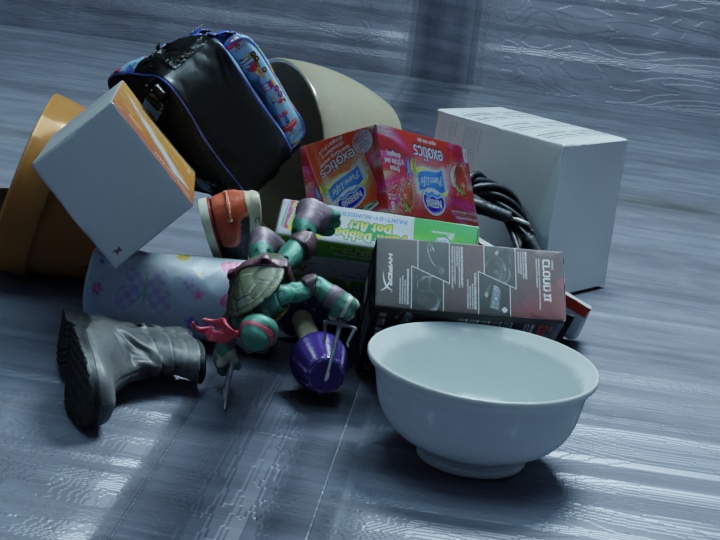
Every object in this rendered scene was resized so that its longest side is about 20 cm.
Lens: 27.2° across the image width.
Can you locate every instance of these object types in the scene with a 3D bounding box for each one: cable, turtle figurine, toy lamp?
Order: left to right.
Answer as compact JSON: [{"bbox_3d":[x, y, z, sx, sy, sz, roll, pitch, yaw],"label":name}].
[{"bbox_3d":[-0.075,0.026,1.346,0.148,0.101,0.201,-12,39,20],"label":"turtle figurine"},{"bbox_3d":[-0.049,0.070,1.439,0.057,0.059,0.200,3,13,-12],"label":"toy lamp"},{"bbox_3d":[0.115,-0.031,1.705,0.198,0.165,0.051,-13,-11,-22],"label":"cable"}]

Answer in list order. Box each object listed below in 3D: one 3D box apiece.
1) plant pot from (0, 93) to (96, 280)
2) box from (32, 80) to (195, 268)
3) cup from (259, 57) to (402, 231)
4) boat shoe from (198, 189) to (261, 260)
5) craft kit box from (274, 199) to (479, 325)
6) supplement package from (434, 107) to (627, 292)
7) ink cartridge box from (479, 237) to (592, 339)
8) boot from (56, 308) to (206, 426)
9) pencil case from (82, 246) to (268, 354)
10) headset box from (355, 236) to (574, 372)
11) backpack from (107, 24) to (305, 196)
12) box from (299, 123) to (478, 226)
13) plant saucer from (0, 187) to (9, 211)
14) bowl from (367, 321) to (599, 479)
[{"bbox_3d":[-0.305,-0.075,1.632,0.139,0.202,0.200,21,14,-8],"label":"plant pot"},{"bbox_3d":[-0.235,-0.099,1.451,0.097,0.125,0.200,-37,14,3],"label":"box"},{"bbox_3d":[-0.035,-0.142,1.710,0.142,0.203,0.200,-5,19,-33],"label":"cup"},{"bbox_3d":[-0.119,-0.021,1.544,0.062,0.201,0.072,-15,61,-2],"label":"boat shoe"},{"bbox_3d":[0.021,0.004,1.515,0.197,0.049,0.198,9,-22,7],"label":"craft kit box"},{"bbox_3d":[0.200,-0.089,1.855,0.199,0.194,0.146,20,20,39],"label":"supplement package"},{"bbox_3d":[0.163,0.017,1.550,0.161,0.050,0.200,32,6,7],"label":"ink cartridge box"},{"bbox_3d":[-0.196,0.082,1.318,0.130,0.071,0.200,7,19,-18],"label":"boot"},{"bbox_3d":[-0.176,0.029,1.471,0.197,0.092,0.083,6,2,-3],"label":"pencil case"},{"bbox_3d":[0.101,0.042,1.416,0.197,0.078,0.149,6,-28,-6],"label":"headset box"},{"bbox_3d":[-0.180,-0.173,1.638,0.135,0.183,0.199,-44,27,-20],"label":"backpack"},{"bbox_3d":[0.034,-0.086,1.573,0.099,0.097,0.199,-13,-10,30],"label":"box"},{"bbox_3d":[-0.412,-0.083,1.817,0.198,0.037,0.200,1,3,0],"label":"plant saucer"},{"bbox_3d":[0.098,0.116,1.262,0.198,0.092,0.201,7,15,-2],"label":"bowl"}]
